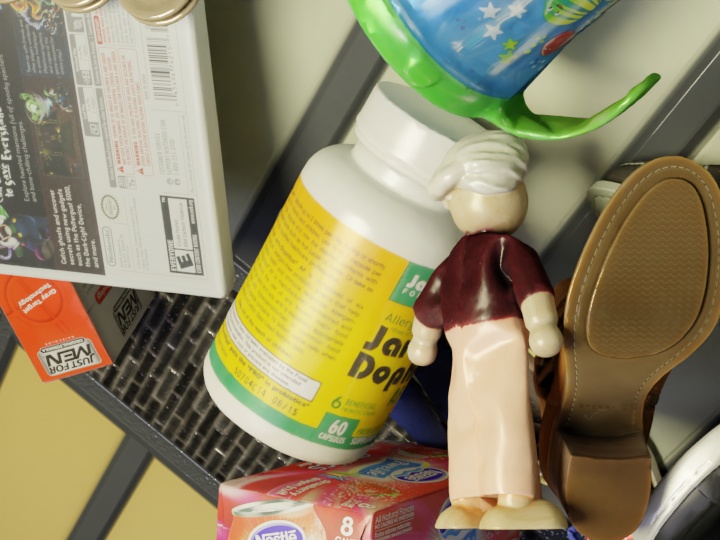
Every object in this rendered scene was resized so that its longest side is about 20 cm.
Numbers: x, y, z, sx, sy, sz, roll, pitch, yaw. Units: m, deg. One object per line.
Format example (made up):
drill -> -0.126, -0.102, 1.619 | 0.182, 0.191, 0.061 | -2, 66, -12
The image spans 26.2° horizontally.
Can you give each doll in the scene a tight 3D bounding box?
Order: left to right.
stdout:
doll -> 0.009, 0.040, 0.982 | 0.136, 0.048, 0.200 | -25, 106, 42

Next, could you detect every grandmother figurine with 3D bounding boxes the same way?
grandmother figurine -> 0.064, 0.028, 0.781 | 0.121, 0.060, 0.201 | -9, 78, 47

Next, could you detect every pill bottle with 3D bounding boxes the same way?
pill bottle -> 0.000, 0.000, 0.877 | 0.113, 0.113, 0.201 | 32, 108, 10

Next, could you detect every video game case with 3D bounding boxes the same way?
video game case -> -0.168, -0.084, 0.917 | 0.181, 0.023, 0.201 | 6, 119, 19

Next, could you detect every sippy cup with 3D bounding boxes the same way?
sippy cup -> 0.076, -0.161, 0.736 | 0.130, 0.140, 0.178 | -28, 129, 34

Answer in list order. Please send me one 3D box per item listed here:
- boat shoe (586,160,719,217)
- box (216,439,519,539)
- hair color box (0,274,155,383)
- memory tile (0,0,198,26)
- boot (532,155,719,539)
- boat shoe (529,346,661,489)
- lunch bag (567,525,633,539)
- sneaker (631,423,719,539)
boat shoe -> 0.208, -0.020, 0.787 | 0.201, 0.061, 0.072 | 25, 161, 40
box -> 0.010, 0.160, 0.892 | 0.099, 0.200, 0.096 | 6, 94, 29
hair color box -> -0.217, -0.037, 1.037 | 0.061, 0.102, 0.201 | -16, 113, 19
memory tile -> -0.161, -0.218, 0.855 | 0.199, 0.017, 0.154 | 13, 86, 21
boot -> 0.127, 0.025, 0.810 | 0.073, 0.155, 0.201 | 12, 105, -4
boat shoe -> 0.120, 0.096, 0.939 | 0.072, 0.060, 0.201 | -16, 112, 41
lunch bag -> 0.197, 0.230, 0.810 | 0.094, 0.200, 0.151 | -25, 120, 4
sneaker -> 0.240, 0.107, 0.763 | 0.112, 0.200, 0.073 | 53, -177, 29
